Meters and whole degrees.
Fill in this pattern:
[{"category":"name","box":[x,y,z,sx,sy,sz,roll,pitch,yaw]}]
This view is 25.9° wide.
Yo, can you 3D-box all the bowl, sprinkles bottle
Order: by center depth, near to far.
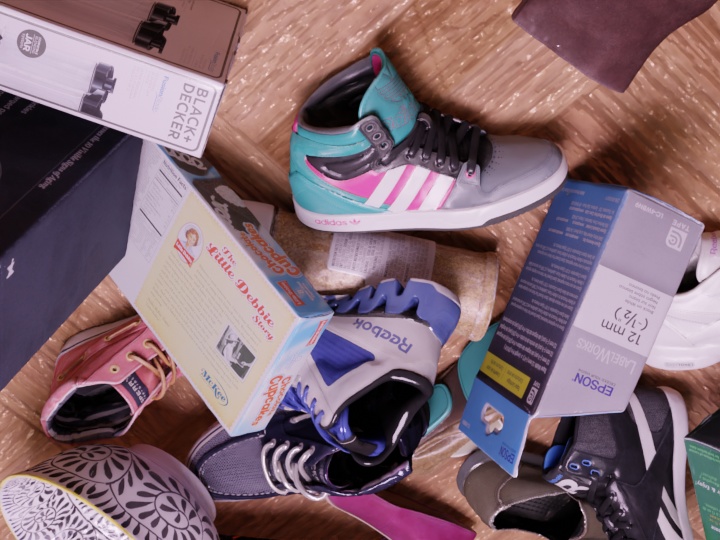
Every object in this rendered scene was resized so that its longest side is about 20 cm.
[{"category":"sprinkles bottle","box":[0.000,0.000,1.155,0.198,0.068,0.069,11,124,-4]},{"category":"bowl","box":[-0.172,0.197,1.205,0.200,0.094,0.202,27,145,21]}]

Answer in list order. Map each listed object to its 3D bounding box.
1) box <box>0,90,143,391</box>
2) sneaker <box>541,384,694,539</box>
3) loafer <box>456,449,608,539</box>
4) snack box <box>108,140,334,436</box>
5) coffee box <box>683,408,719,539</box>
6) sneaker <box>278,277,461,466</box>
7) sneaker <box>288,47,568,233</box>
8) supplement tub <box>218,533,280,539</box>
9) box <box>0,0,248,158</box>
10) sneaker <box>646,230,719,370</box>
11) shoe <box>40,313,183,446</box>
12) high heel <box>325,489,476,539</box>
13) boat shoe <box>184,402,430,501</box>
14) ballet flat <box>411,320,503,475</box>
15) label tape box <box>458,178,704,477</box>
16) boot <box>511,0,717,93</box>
[{"category":"box","box":[-0.277,-0.044,1.041,0.195,0.200,0.125,21,126,11]},{"category":"sneaker","box":[0.191,0.185,1.193,0.111,0.202,0.073,6,161,-18]},{"category":"loafer","box":[0.173,0.196,1.261,0.198,0.070,0.076,9,125,-15]},{"category":"snack box","box":[-0.111,0.004,1.109,0.037,0.200,0.117,-9,140,-47]},{"category":"coffee box","box":[0.321,0.184,1.217,0.123,0.044,0.201,-32,119,-28]},{"category":"sneaker","box":[-0.026,0.079,1.111,0.198,0.116,0.081,-14,138,28]},{"category":"sneaker","box":[0.039,-0.096,1.083,0.198,0.084,0.121,-6,133,10]},{"category":"supplement tub","box":[-0.091,0.282,1.293,0.198,0.123,0.123,2,126,23]},{"category":"box","box":[-0.181,-0.156,1.036,0.198,0.117,0.060,18,124,-8]},{"category":"sneaker","box":[0.291,0.017,1.139,0.198,0.075,0.100,-10,124,11]},{"category":"shoe","box":[-0.155,0.069,1.199,0.199,0.091,0.072,-23,119,19]},{"category":"high heel","box":[0.018,0.172,1.282,0.095,0.067,0.201,-30,109,-3]},{"category":"boat shoe","box":[-0.046,0.139,1.178,0.199,0.093,0.075,-20,104,11]},{"category":"ballet flat","box":[0.094,0.103,1.226,0.072,0.068,0.200,25,125,-36]},{"category":"label tape box","box":[0.147,0.042,1.079,0.066,0.143,0.201,21,92,-12]},{"category":"boot","box":[0.149,-0.218,0.994,0.199,0.073,0.166,32,118,-21]}]
